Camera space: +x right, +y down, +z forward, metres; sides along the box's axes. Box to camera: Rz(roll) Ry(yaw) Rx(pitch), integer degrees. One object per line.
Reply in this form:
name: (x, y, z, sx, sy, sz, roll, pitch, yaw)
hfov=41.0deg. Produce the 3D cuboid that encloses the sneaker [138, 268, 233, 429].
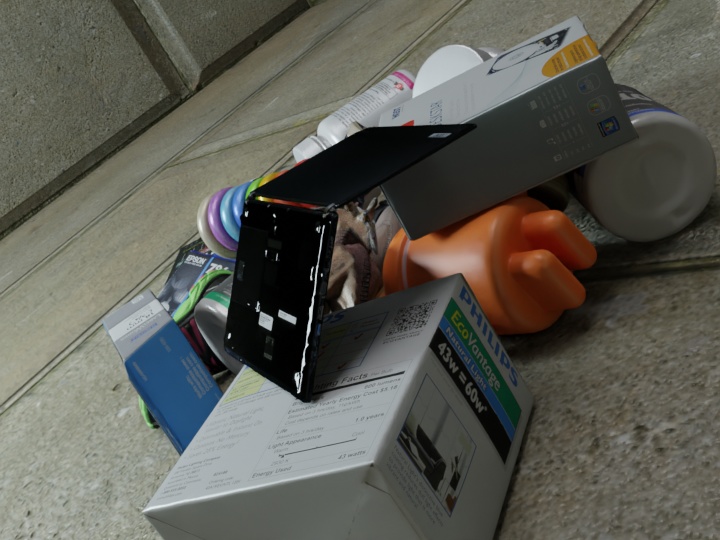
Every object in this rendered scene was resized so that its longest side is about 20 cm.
sneaker: (-0.177, 0.086, 1.064, 0.084, 0.077, 0.200, 21, 65, 17)

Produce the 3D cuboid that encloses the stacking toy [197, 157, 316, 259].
stacking toy: (-0.102, -0.077, 1.100, 0.200, 0.085, 0.085, -21, 21, 47)

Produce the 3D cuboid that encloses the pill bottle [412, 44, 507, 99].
pill bottle: (0.151, -0.173, 1.025, 0.114, 0.114, 0.200, -13, -10, 40)

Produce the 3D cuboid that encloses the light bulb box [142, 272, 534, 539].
light bulb box: (-0.006, 0.126, 0.679, 0.198, 0.125, 0.200, -19, 24, 33)

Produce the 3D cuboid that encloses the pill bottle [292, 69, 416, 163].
pill bottle: (0.010, -0.192, 1.392, 0.200, 0.113, 0.113, -35, 21, -9)

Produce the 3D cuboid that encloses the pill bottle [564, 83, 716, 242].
pill bottle: (0.237, -0.111, 0.895, 0.114, 0.114, 0.200, -29, 21, 7)

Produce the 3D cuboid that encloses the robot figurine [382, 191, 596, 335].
robot figurine: (0.102, -0.001, 0.832, 0.117, 0.144, 0.200, -7, -1, -44)

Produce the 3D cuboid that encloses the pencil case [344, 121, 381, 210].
pencil case: (-0.031, -0.082, 1.155, 0.200, 0.078, 0.089, -54, 22, 9)

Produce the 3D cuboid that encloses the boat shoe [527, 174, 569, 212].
boat shoe: (0.147, -0.088, 0.932, 0.065, 0.072, 0.200, -62, 13, -7)

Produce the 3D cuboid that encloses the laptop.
laptop: (-0.017, -0.017, 0.717, 0.103, 0.200, 0.177, 7, 4, -26)

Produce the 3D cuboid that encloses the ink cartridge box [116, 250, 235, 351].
ink cartridge box: (-0.202, 0.038, 1.176, 0.099, 0.039, 0.200, 12, 60, 42)

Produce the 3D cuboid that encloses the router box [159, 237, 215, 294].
router box: (-0.162, -0.019, 1.309, 0.200, 0.062, 0.150, -26, 21, 13)

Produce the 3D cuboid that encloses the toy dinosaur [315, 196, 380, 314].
toy dinosaur: (-0.015, 0.002, 0.840, 0.136, 0.086, 0.200, -49, 32, 5)

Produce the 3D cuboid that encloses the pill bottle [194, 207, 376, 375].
pill bottle: (-0.067, 0.019, 1.022, 0.200, 0.113, 0.113, -41, 23, -26)

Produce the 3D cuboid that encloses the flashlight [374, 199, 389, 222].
flashlight: (0.060, -0.043, 1.062, 0.200, 0.068, 0.068, 15, 93, 66)

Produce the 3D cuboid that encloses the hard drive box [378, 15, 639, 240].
hard drive box: (0.117, -0.123, 0.821, 0.200, 0.077, 0.156, -25, 21, 15)

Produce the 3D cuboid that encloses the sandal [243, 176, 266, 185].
sandal: (-0.117, -0.096, 1.248, 0.207, 0.059, 0.079, -16, 25, 21)

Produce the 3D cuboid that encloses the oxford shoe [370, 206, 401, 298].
oxford shoe: (0.000, 0.000, 0.957, 0.071, 0.073, 0.200, -42, 20, 52)

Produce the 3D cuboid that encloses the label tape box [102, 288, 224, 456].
label tape box: (-0.172, 0.111, 0.918, 0.063, 0.144, 0.200, -34, 21, -12)
